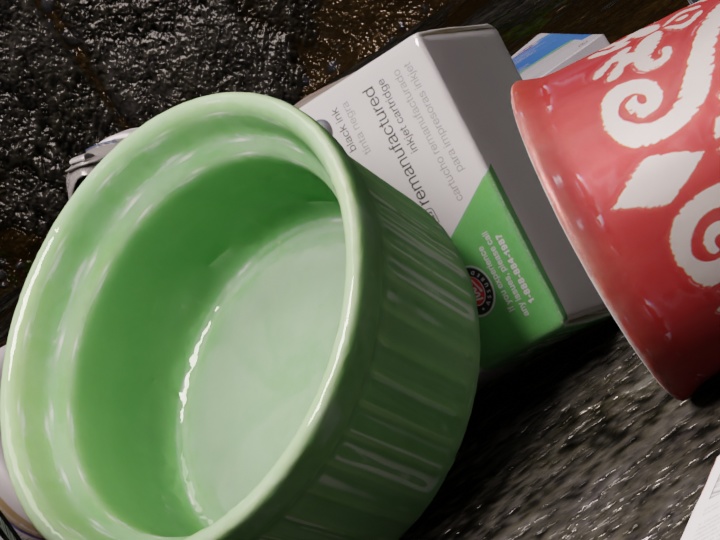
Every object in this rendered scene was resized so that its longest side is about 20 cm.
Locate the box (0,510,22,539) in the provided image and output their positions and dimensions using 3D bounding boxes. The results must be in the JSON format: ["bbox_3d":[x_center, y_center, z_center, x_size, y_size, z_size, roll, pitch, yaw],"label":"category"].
[{"bbox_3d":[-0.197,0.159,0.837,0.196,0.200,0.124,-35,7,-8],"label":"box"}]

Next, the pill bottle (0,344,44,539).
[{"bbox_3d":[-0.242,0.131,1.433,0.200,0.120,0.120,-28,11,36],"label":"pill bottle"}]

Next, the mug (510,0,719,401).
[{"bbox_3d":[0.174,-0.064,0.890,0.199,0.134,0.178,-29,11,13],"label":"mug"}]

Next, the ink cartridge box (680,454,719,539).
[{"bbox_3d":[0.140,0.059,0.606,0.109,0.050,0.200,-31,8,29],"label":"ink cartridge box"}]

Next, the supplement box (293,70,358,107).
[{"bbox_3d":[-0.075,-0.086,2.139,0.200,0.074,0.126,-39,9,-23],"label":"supplement box"}]

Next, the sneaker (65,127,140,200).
[{"bbox_3d":[-0.105,0.029,1.193,0.074,0.201,0.082,-24,-4,23],"label":"sneaker"}]

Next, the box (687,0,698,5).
[{"bbox_3d":[0.276,-0.170,1.144,0.148,0.107,0.200,-41,11,-39],"label":"box"}]

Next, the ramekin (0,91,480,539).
[{"bbox_3d":[-0.046,0.037,0.979,0.199,0.098,0.201,-20,58,36],"label":"ramekin"}]

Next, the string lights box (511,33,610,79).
[{"bbox_3d":[0.113,-0.107,1.582,0.103,0.059,0.200,-35,8,-2],"label":"string lights box"}]

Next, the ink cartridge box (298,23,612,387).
[{"bbox_3d":[0.000,0.000,1.093,0.200,0.146,0.084,-31,-7,29],"label":"ink cartridge box"}]
